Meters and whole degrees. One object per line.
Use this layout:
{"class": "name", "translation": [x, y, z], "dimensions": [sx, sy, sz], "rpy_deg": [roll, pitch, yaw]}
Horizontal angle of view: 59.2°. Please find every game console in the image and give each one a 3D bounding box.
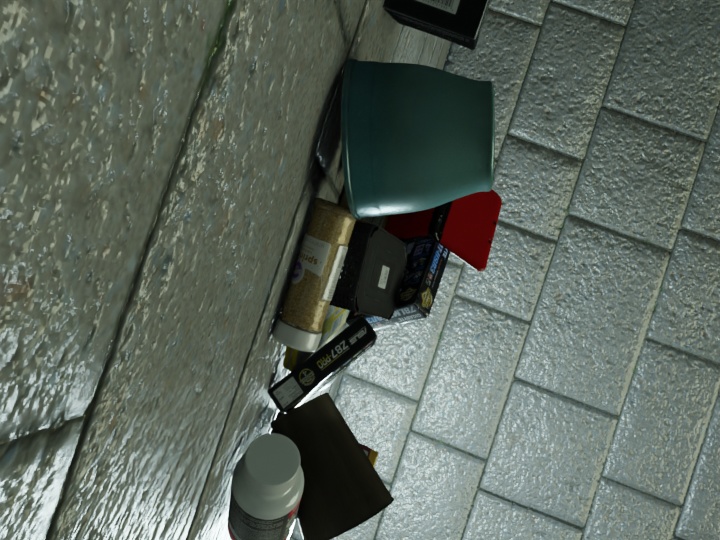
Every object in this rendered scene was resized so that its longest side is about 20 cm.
{"class": "game console", "translation": [0.157, -0.098, 1.201], "dimensions": [0.120, 0.168, 0.203], "rpy_deg": [55, 43, -34]}

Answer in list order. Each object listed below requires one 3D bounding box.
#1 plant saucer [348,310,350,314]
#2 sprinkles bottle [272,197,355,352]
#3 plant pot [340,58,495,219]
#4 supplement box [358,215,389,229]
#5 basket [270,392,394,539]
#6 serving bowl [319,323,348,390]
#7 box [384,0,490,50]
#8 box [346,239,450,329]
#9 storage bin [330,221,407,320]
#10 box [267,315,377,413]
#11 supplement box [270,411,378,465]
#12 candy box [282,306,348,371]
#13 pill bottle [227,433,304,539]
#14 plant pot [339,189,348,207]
{"class": "plant saucer", "translation": [-0.004, 0.036, 1.370], "dimensions": [0.200, 0.049, 0.207], "rpy_deg": [-6, 90, -90]}
{"class": "sprinkles bottle", "translation": [-0.062, 0.006, 0.884], "dimensions": [0.068, 0.066, 0.206], "rpy_deg": [-22, 130, -84]}
{"class": "plant pot", "translation": [0.081, -0.172, 0.822], "dimensions": [0.200, 0.182, 0.207], "rpy_deg": [-1, 90, -80]}
{"class": "supplement box", "translation": [0.041, -0.144, 1.244], "dimensions": [0.067, 0.067, 0.204], "rpy_deg": [96, 15, -63]}
{"class": "basket", "translation": [-0.060, 0.320, 1.051], "dimensions": [0.178, 0.204, 0.135], "rpy_deg": [-31, 169, 26]}
{"class": "serving bowl", "translation": [-0.062, 0.150, 1.282], "dimensions": [0.200, 0.064, 0.207], "rpy_deg": [13, 89, -78]}
{"class": "box", "translation": [0.131, -0.430, 0.996], "dimensions": [0.200, 0.145, 0.110], "rpy_deg": [-58, 167, -73]}
{"class": "box", "translation": [0.078, 0.016, 1.234], "dimensions": [0.197, 0.049, 0.202], "rpy_deg": [-21, -142, 46]}
{"class": "storage bin", "translation": [0.000, 0.000, 1.064], "dimensions": [0.199, 0.091, 0.139], "rpy_deg": [22, 81, -67]}
{"class": "box", "translation": [-0.061, 0.164, 1.086], "dimensions": [0.198, 0.050, 0.161], "rpy_deg": [-38, 173, -8]}
{"class": "supplement box", "translation": [-0.082, 0.358, 1.163], "dimensions": [0.103, 0.195, 0.134], "rpy_deg": [141, -29, -76]}
{"class": "candy box", "translation": [-0.069, 0.087, 1.118], "dimensions": [0.199, 0.026, 0.105], "rpy_deg": [-39, 146, -57]}
{"class": "pill bottle", "translation": [-0.143, 0.337, 0.957], "dimensions": [0.112, 0.108, 0.203], "rpy_deg": [-66, 173, -47]}
{"class": "plant pot", "translation": [-0.014, -0.129, 1.200], "dimensions": [0.200, 0.027, 0.206], "rpy_deg": [19, 89, -86]}
